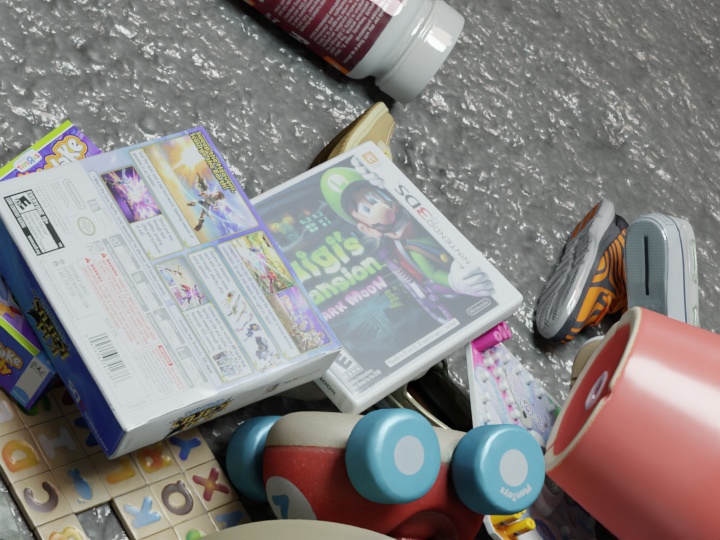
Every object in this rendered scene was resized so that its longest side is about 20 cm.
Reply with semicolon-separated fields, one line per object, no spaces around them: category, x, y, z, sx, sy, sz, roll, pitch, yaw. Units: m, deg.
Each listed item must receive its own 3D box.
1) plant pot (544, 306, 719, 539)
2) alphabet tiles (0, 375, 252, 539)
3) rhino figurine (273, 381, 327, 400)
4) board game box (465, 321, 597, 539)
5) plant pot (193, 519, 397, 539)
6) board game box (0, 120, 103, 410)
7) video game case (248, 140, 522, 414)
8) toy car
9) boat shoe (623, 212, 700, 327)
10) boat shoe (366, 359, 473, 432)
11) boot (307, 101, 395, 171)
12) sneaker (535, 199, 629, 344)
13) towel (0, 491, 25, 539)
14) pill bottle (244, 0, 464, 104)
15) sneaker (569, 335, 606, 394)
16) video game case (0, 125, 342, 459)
plant pot;0.244;0.132;1.357;0.176;0.201;0.201;30;40;-2
alphabet tiles;-0.174;0.124;1.250;0.166;0.008;0.201;-16;68;-47
rhino figurine;-0.055;0.057;1.348;0.198;0.060;0.088;-1;55;-25
board game box;0.144;0.155;1.421;0.200;0.026;0.202;45;31;-42
plant pot;-0.067;0.235;1.127;0.133;0.202;0.200;21;28;30
board game box;-0.219;-0.009;1.289;0.134;0.045;0.200;41;38;0
video game case;0.000;0.000;1.369;0.182;0.023;0.199;46;47;17
toy car;0.010;0.203;1.252;0.175;0.184;0.203;11;78;-34
boat shoe;0.267;0.052;1.582;0.066;0.073;0.203;-3;100;-43
boat shoe;0.036;0.083;1.420;0.201;0.068;0.075;51;39;8
boot;0.027;-0.042;1.521;0.155;0.073;0.201;41;32;-11
sneaker;0.230;0.021;1.637;0.112;0.078;0.200;39;39;-5
towel;-0.293;0.168;1.096;0.199;0.035;0.194;-10;61;-43
pill bottle;-0.013;-0.244;1.627;0.199;0.114;0.115;35;40;-11
sneaker;0.232;0.132;1.508;0.112;0.071;0.202;-46;118;-60
video game case;-0.138;0.010;1.244;0.180;0.046;0.201;-19;67;-35
